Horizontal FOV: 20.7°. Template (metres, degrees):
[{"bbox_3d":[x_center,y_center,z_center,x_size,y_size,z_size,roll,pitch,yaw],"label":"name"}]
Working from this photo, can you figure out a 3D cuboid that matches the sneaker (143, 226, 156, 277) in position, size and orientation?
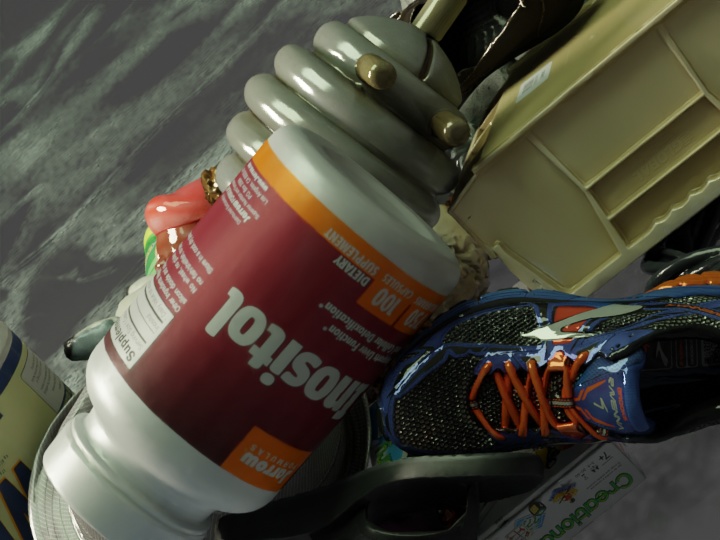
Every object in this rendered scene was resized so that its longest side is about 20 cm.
[{"bbox_3d":[-0.087,-0.007,1.456,0.200,0.074,0.084,-12,63,46],"label":"sneaker"}]

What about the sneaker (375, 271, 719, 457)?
[{"bbox_3d":[0.104,0.046,0.888,0.200,0.075,0.078,-14,16,4],"label":"sneaker"}]

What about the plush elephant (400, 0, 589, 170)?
[{"bbox_3d":[0.117,-0.162,1.247,0.155,0.165,0.200,-34,40,33],"label":"plush elephant"}]

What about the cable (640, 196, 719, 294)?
[{"bbox_3d":[0.220,-0.044,0.982,0.200,0.051,0.163,-20,32,48],"label":"cable"}]

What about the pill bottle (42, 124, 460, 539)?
[{"bbox_3d":[-0.055,0.039,0.931,0.200,0.113,0.113,-50,20,8],"label":"pill bottle"}]

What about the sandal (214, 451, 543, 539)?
[{"bbox_3d":[0.012,0.124,0.933,0.200,0.075,0.048,-23,66,43],"label":"sandal"}]

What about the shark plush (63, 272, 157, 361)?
[{"bbox_3d":[-0.078,0.026,1.161,0.200,0.083,0.091,-31,9,21],"label":"shark plush"}]

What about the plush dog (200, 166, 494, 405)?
[{"bbox_3d":[0.000,0.000,1.194,0.172,0.161,0.200,6,48,31],"label":"plush dog"}]

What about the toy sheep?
[{"bbox_3d":[-0.005,-0.066,1.040,0.200,0.138,0.138,-49,21,3],"label":"toy sheep"}]

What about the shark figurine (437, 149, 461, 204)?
[{"bbox_3d":[0.042,-0.080,1.321,0.214,0.128,0.090,108,-178,-79],"label":"shark figurine"}]

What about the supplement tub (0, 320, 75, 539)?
[{"bbox_3d":[-0.210,0.138,1.187,0.145,0.200,0.145,-36,22,17],"label":"supplement tub"}]

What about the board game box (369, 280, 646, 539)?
[{"bbox_3d":[0.066,0.090,1.020,0.126,0.035,0.200,-40,22,10],"label":"board game box"}]

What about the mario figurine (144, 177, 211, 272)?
[{"bbox_3d":[-0.099,0.029,1.354,0.123,0.106,0.200,5,71,18],"label":"mario figurine"}]

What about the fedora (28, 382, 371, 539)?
[{"bbox_3d":[-0.093,0.090,1.047,0.200,0.090,0.177,-23,57,-4],"label":"fedora"}]

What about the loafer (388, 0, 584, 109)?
[{"bbox_3d":[0.037,-0.128,1.147,0.200,0.073,0.071,-39,-14,26],"label":"loafer"}]

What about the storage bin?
[{"bbox_3d":[0.155,-0.096,1.077,0.198,0.094,0.200,-40,10,21],"label":"storage bin"}]
